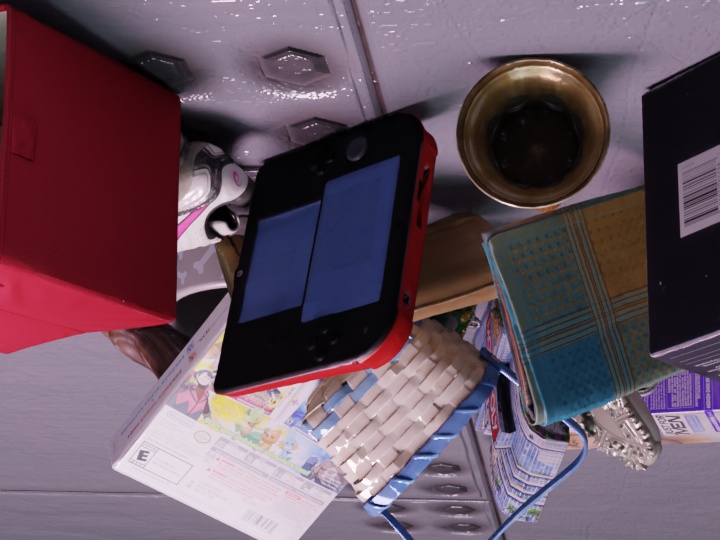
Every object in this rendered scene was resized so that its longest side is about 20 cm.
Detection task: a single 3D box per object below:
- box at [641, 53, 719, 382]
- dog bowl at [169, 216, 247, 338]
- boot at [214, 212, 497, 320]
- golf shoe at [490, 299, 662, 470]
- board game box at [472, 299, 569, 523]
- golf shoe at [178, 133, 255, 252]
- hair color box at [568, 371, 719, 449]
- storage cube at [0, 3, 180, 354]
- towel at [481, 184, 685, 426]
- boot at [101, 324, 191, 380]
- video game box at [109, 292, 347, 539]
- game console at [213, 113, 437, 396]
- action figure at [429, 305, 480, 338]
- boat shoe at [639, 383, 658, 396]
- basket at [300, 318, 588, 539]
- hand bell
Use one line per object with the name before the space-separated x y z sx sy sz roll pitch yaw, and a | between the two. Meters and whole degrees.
box | 0.290 -0.022 1.067 0.181 0.201 0.104 20 151 -32
dog bowl | -0.088 0.020 1.409 0.199 0.059 0.200 4 157 2
boot | 0.000 0.000 1.259 0.199 0.175 0.066 -22 132 -14
golf shoe | 0.202 0.067 1.312 0.097 0.200 0.078 -26 162 -27
board game box | 0.146 0.092 1.423 0.061 0.201 0.200 4 143 -3
golf shoe | -0.145 -0.038 1.240 0.092 0.073 0.200 26 153 -9
hair color box | 0.287 0.138 1.625 0.199 0.065 0.109 -4 156 22
storage cube | -0.243 -0.055 1.089 0.170 0.201 0.180 -12 159 31
towel | 0.186 0.019 1.163 0.199 0.148 0.022 -17 -176 -30
boot | -0.141 0.107 1.496 0.186 0.064 0.200 27 -179 -39
video game box | -0.089 0.137 1.386 0.200 0.047 0.182 32 110 -29
game console | -0.027 -0.012 1.141 0.176 0.201 0.031 -13 144 36
action figure | 0.078 0.062 1.443 0.054 0.118 0.200 22 146 4
boat shoe | 0.258 0.087 1.499 0.073 0.068 0.199 14 155 -21
basket | 0.066 0.135 1.308 0.176 0.200 0.139 -44 179 12
hand bell | 0.133 -0.074 1.148 0.103 0.105 0.200 -1 169 10
